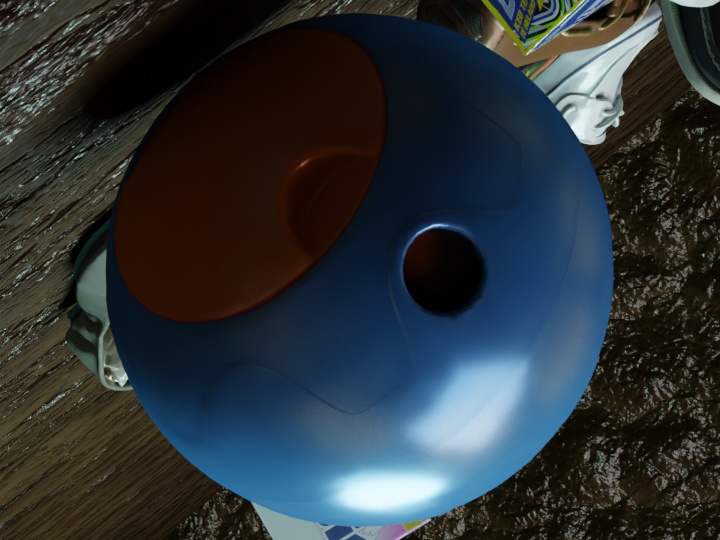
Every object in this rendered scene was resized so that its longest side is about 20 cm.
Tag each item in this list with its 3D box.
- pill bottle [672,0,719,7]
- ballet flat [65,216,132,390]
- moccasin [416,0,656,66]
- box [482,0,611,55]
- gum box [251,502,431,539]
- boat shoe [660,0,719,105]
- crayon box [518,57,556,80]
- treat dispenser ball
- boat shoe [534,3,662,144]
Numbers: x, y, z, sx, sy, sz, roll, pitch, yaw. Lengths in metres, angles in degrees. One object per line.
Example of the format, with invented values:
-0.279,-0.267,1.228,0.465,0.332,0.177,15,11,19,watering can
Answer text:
0.168,-0.203,1.141,0.200,0.117,0.116,-41,175,25,pill bottle
-0.105,0.016,1.467,0.067,0.064,0.200,-37,175,-16,ballet flat
0.109,-0.153,1.497,0.078,0.074,0.201,-30,172,40,moccasin
0.134,-0.179,1.431,0.200,0.064,0.070,-35,175,-42,box
-0.043,0.137,2.327,0.113,0.200,0.066,-31,176,0,gum box
0.169,-0.167,1.236,0.068,0.072,0.201,153,-52,-74,boat shoe
0.008,-0.065,1.642,0.200,0.051,0.127,-42,175,41,crayon box
0.000,0.000,1.180,0.201,0.201,0.201,-38,175,-4,treat dispenser ball
0.160,-0.123,2.161,0.074,0.065,0.200,-33,173,-46,boat shoe
